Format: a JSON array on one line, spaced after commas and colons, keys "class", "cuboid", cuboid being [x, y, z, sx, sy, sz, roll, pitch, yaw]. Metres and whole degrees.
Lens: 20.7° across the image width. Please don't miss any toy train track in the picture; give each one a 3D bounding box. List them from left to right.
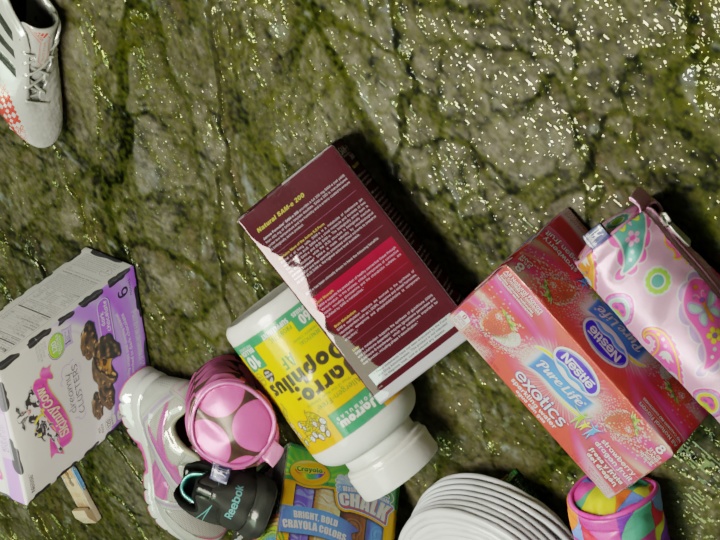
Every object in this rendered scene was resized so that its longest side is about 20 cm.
[{"class": "toy train track", "cuboid": [-0.347, 0.200, 2.185, 0.114, 0.033, 0.201, -8, 115, 44]}]

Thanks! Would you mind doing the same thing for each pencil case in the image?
[{"class": "pencil case", "cuboid": [-0.118, 0.133, 1.833, 0.093, 0.200, 0.091, 26, 94, -7]}, {"class": "pencil case", "cuboid": [0.234, 0.267, 1.689, 0.088, 0.088, 0.201, 6, 123, 38]}, {"class": "pencil case", "cuboid": [0.252, 0.034, 1.504, 0.200, 0.087, 0.087, 49, 139, 3]}]

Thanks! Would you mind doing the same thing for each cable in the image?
[{"class": "cable", "cuboid": [0.119, 0.282, 1.778, 0.200, 0.069, 0.201, 37, 137, 14]}]

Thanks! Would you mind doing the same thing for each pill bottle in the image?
[{"class": "pill bottle", "cuboid": [-0.021, 0.103, 1.770, 0.201, 0.113, 0.113, 54, 138, -5]}]

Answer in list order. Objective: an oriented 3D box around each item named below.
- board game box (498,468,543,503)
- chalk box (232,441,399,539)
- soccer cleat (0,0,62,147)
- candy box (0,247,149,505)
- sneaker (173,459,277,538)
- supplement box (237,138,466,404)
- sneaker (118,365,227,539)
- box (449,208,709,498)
[{"class": "board game box", "cuboid": [0.116, 0.264, 1.837, 0.105, 0.023, 0.200, 48, 139, -1]}, {"class": "chalk box", "cuboid": [-0.045, 0.251, 1.866, 0.123, 0.201, 0.125, 21, 144, -18]}, {"class": "soccer cleat", "cuboid": [-0.309, -0.206, 1.831, 0.085, 0.068, 0.202, 10, 121, 41]}, {"class": "candy box", "cuboid": [-0.301, 0.103, 1.948, 0.071, 0.200, 0.169, 18, 130, 30]}, {"class": "sneaker", "cuboid": [-0.136, 0.200, 1.862, 0.079, 0.076, 0.200, 19, 175, -16]}, {"class": "supplement box", "cuboid": [0.000, 0.000, 1.680, 0.109, 0.061, 0.201, -37, 93, 12]}, {"class": "sneaker", "cuboid": [-0.173, 0.194, 1.992, 0.088, 0.081, 0.201, 2, 121, 42]}, {"class": "box", "cuboid": [0.182, 0.066, 1.575, 0.200, 0.100, 0.095, 49, 139, 2]}]
